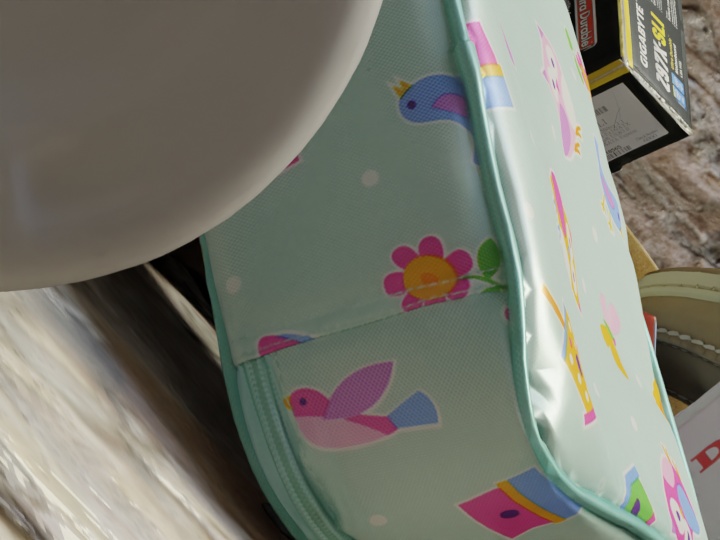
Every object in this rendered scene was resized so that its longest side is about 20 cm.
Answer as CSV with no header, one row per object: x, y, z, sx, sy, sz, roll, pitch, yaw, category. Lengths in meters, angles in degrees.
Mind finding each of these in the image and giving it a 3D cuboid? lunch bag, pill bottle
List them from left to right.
-0.060,-0.072,0.486,0.114,0.114,0.200,50,3,-14,pill bottle
0.016,-0.012,0.683,0.160,0.077,0.201,44,32,-64,lunch bag

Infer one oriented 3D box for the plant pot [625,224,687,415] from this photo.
0.072,0.032,1.203,0.200,0.027,0.200,42,-30,31,plant pot

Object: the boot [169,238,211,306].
-0.091,-0.088,0.774,0.200,0.072,0.166,55,-5,28,boot

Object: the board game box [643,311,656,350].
0.069,0.057,0.960,0.200,0.019,0.103,-141,-130,-84,board game box

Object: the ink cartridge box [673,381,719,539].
0.132,0.111,0.740,0.083,0.146,0.200,49,4,-30,ink cartridge box

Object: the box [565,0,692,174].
0.040,-0.098,1.089,0.049,0.159,0.200,42,34,-35,box

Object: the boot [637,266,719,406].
0.128,0.096,0.885,0.200,0.155,0.072,29,-13,33,boot
